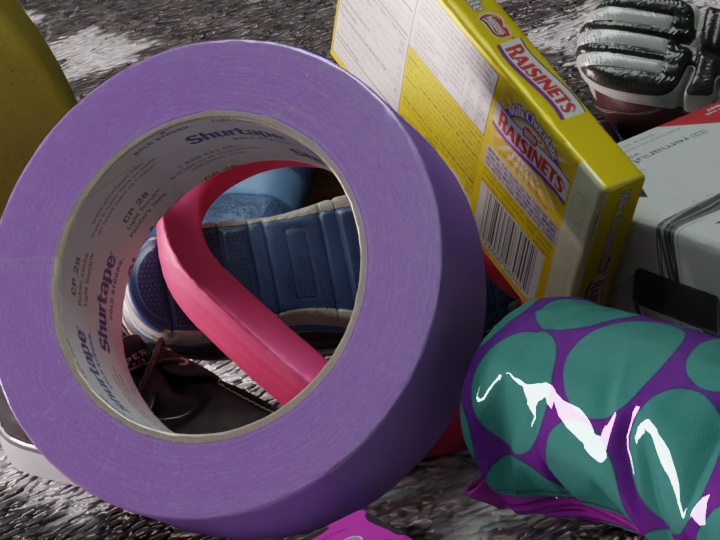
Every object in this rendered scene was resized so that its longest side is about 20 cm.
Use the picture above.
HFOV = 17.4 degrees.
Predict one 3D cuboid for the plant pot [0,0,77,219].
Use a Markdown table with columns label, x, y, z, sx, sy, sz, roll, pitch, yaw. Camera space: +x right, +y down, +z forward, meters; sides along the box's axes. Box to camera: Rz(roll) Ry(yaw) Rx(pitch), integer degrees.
| label | x | y | z | sx | sy | sz | roll | pitch | yaw |
| --- | --- | --- | --- | --- | --- | --- | --- | --- | --- |
| plant pot | -0.245 | -0.068 | 1.332 | 0.195 | 0.200 | 0.194 | -18 | 20 | -6 |

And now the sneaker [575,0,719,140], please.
| label | x | y | z | sx | sy | sz | roll | pitch | yaw |
| --- | --- | --- | --- | --- | --- | --- | --- | --- | --- |
| sneaker | 0.210 | -0.084 | 1.212 | 0.200 | 0.116 | 0.076 | 16 | 72 | 10 |

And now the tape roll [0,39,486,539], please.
| label | x | y | z | sx | sy | sz | roll | pitch | yaw |
| --- | --- | --- | --- | --- | --- | --- | --- | --- | --- |
| tape roll | -0.052 | 0.009 | 0.978 | 0.200 | 0.200 | 0.066 | -10 | -18 | 17 |

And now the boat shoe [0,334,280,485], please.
| label | x | y | z | sx | sy | sz | roll | pitch | yaw |
| --- | --- | --- | --- | --- | --- | --- | --- | --- | --- |
| boat shoe | -0.101 | 0.060 | 1.070 | 0.070 | 0.066 | 0.200 | -31 | 24 | -34 |

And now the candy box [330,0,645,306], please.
| label | x | y | z | sx | sy | sz | roll | pitch | yaw |
| --- | --- | --- | --- | --- | --- | --- | --- | --- | --- |
| candy box | 0.049 | -0.071 | 1.028 | 0.026 | 0.102 | 0.200 | -19 | 55 | -26 |

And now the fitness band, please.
| label | x | y | z | sx | sy | sz | roll | pitch | yaw |
| --- | --- | --- | --- | --- | --- | --- | --- | --- | --- |
| fitness band | 0.000 | 0.000 | 1.052 | 0.144 | 0.037 | 0.200 | -33 | 60 | -31 |

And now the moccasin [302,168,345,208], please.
| label | x | y | z | sx | sy | sz | roll | pitch | yaw |
| --- | --- | --- | --- | --- | --- | --- | --- | --- | --- |
| moccasin | -0.054 | -0.069 | 1.357 | 0.201 | 0.078 | 0.074 | 3 | 27 | 37 |

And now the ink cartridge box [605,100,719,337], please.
| label | x | y | z | sx | sy | sz | roll | pitch | yaw |
| --- | --- | --- | --- | --- | --- | --- | --- | --- | --- |
| ink cartridge box | 0.187 | -0.010 | 1.001 | 0.144 | 0.084 | 0.200 | -23 | 21 | -20 |

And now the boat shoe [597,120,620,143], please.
| label | x | y | z | sx | sy | sz | roll | pitch | yaw |
| --- | --- | --- | --- | --- | --- | --- | --- | --- | --- |
| boat shoe | 0.084 | -0.046 | 1.152 | 0.062 | 0.072 | 0.200 | -13 | -8 | 17 |

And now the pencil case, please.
| label | x | y | z | sx | sy | sz | roll | pitch | yaw |
| --- | --- | --- | --- | --- | --- | --- | --- | --- | --- |
| pencil case | 0.116 | 0.069 | 0.847 | 0.200 | 0.085 | 0.093 | 21 | 85 | 61 |

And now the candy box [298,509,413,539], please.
| label | x | y | z | sx | sy | sz | roll | pitch | yaw |
| --- | --- | --- | --- | --- | --- | --- | --- | --- | --- |
| candy box | -0.003 | 0.155 | 0.747 | 0.136 | 0.061 | 0.200 | -24 | 20 | -21 |

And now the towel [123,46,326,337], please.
| label | x | y | z | sx | sy | sz | roll | pitch | yaw |
| --- | --- | --- | --- | --- | --- | --- | --- | --- | --- |
| towel | -0.080 | -0.041 | 1.251 | 0.111 | 0.049 | 0.200 | -7 | 44 | 21 |

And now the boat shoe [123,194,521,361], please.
| label | x | y | z | sx | sy | sz | roll | pitch | yaw |
| --- | --- | --- | --- | --- | --- | --- | --- | --- | --- |
| boat shoe | -0.019 | 0.006 | 1.126 | 0.200 | 0.072 | 0.072 | -1 | -17 | -15 |
